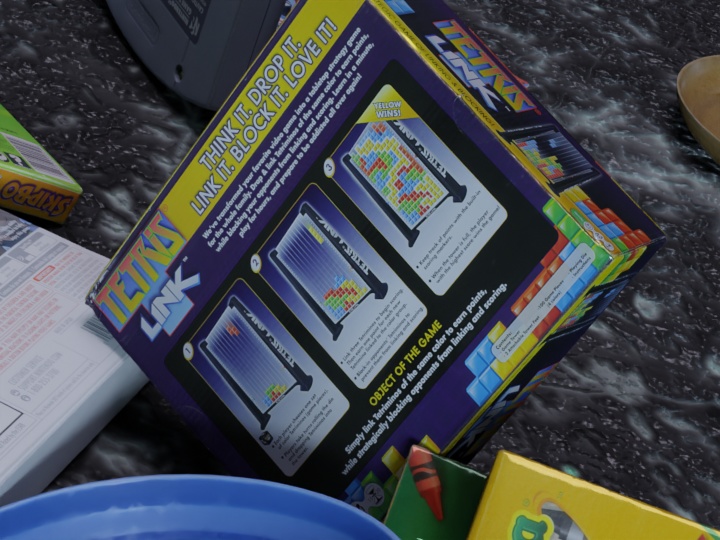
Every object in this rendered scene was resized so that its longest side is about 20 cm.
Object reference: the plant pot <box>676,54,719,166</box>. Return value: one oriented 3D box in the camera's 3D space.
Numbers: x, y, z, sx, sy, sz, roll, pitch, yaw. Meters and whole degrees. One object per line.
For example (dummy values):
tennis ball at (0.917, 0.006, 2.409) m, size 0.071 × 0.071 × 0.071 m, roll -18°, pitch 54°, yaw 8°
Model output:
plant pot at (0.294, -0.080, 1.422) m, size 0.199 × 0.028 × 0.200 m, roll 14°, pitch 30°, yaw -8°

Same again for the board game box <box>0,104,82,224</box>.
board game box at (-0.228, -0.094, 1.116) m, size 0.095 × 0.030 × 0.200 m, roll 18°, pitch 22°, yaw -50°

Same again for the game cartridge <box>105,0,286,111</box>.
game cartridge at (-0.098, -0.181, 1.257) m, size 0.041 × 0.134 × 0.200 m, roll 6°, pitch 31°, yaw -34°

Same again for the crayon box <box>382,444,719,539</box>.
crayon box at (0.092, 0.151, 0.813) m, size 0.199 × 0.051 × 0.128 m, roll 19°, pitch 74°, yaw 4°

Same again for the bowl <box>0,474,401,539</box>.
bowl at (-0.073, 0.134, 0.770) m, size 0.199 × 0.040 × 0.201 m, roll -2°, pitch 22°, yaw 1°

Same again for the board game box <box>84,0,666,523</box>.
board game box at (0.000, 0.000, 0.894) m, size 0.166 × 0.200 × 0.057 m, roll 49°, pitch 30°, yaw 16°

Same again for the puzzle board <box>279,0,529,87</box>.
puzzle board at (-0.011, -0.142, 1.364) m, size 0.199 × 0.017 × 0.150 m, roll 30°, pitch 31°, yaw 21°

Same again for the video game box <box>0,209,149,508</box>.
video game box at (-0.195, 0.028, 0.934) m, size 0.181 × 0.047 × 0.200 m, roll 27°, pitch 29°, yaw 9°
